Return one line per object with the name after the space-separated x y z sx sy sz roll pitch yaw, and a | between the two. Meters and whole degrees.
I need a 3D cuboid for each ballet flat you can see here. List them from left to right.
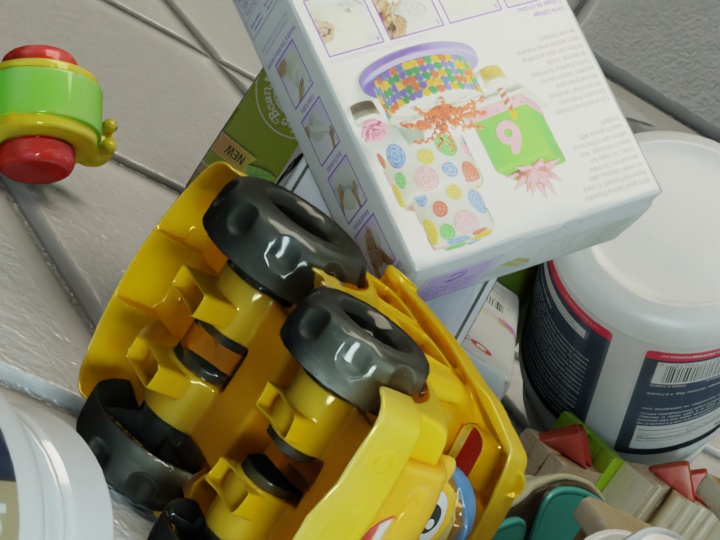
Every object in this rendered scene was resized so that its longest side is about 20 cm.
0.060 0.122 1.241 0.069 0.070 0.200 40 13 24 | ballet flat

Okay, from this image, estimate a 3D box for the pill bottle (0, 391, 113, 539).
-0.158 0.070 0.719 0.111 0.111 0.200 41 14 28 | pill bottle

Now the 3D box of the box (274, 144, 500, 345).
0.000 0.000 1.245 0.116 0.201 0.060 35 -33 -4 | box

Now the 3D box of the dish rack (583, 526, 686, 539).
0.122 0.190 0.930 0.171 0.044 0.201 -26 76 -46 | dish rack

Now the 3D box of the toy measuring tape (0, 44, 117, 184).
-0.193 -0.093 1.336 0.199 0.074 0.074 22 17 -48 | toy measuring tape

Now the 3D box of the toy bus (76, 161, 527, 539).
0.000 0.074 1.073 0.191 0.136 0.200 26 16 -35 | toy bus

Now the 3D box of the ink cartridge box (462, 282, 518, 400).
0.005 0.029 1.386 0.144 0.085 0.200 34 11 -2 | ink cartridge box

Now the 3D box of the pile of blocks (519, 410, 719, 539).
0.157 0.123 1.489 0.199 0.062 0.082 28 14 -31 | pile of blocks

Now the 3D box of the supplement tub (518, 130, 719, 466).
0.168 0.026 1.510 0.140 0.140 0.200 39 -28 17 | supplement tub

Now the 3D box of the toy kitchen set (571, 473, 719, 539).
0.109 0.130 1.091 0.180 0.164 0.200 27 14 -31 | toy kitchen set

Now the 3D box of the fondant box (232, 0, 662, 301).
0.036 -0.095 1.236 0.143 0.058 0.201 -17 73 -28 | fondant box

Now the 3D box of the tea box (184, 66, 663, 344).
0.039 -0.067 1.572 0.200 0.197 0.133 37 12 18 | tea box
